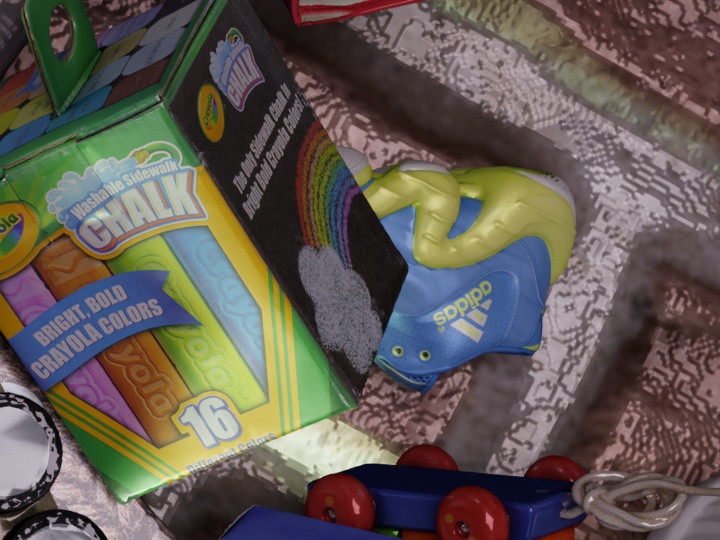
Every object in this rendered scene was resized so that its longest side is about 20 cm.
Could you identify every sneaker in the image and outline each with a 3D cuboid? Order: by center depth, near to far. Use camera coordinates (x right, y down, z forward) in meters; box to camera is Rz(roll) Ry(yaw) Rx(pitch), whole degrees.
[{"bbox_3d":[0.000,0.000,1.287,0.199,0.076,0.106,4,87,-11],"label":"sneaker"}]

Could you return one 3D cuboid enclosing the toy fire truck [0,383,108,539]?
[{"bbox_3d":[-0.223,0.102,1.130,0.200,0.129,0.177,-25,91,-21],"label":"toy fire truck"}]

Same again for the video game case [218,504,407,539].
[{"bbox_3d":[0.032,0.207,1.220,0.199,0.045,0.182,12,113,17],"label":"video game case"}]

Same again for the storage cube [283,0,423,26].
[{"bbox_3d":[0.027,-0.239,1.222,0.199,0.171,0.180,-16,55,-14],"label":"storage cube"}]

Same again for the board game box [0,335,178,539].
[{"bbox_3d":[-0.190,0.110,1.234,0.159,0.097,0.200,-42,95,-10],"label":"board game box"}]

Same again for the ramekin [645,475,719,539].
[{"bbox_3d":[0.212,0.181,1.262,0.202,0.094,0.203,11,73,-38],"label":"ramekin"}]

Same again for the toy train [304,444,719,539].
[{"bbox_3d":[0.071,0.143,1.245,0.085,0.199,0.116,-14,103,-53],"label":"toy train"}]

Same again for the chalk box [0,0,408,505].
[{"bbox_3d":[-0.089,-0.031,1.183,0.124,0.125,0.200,-24,111,23],"label":"chalk box"}]

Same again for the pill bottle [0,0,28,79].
[{"bbox_3d":[-0.209,-0.099,1.236,0.111,0.111,0.200,36,81,-6],"label":"pill bottle"}]
